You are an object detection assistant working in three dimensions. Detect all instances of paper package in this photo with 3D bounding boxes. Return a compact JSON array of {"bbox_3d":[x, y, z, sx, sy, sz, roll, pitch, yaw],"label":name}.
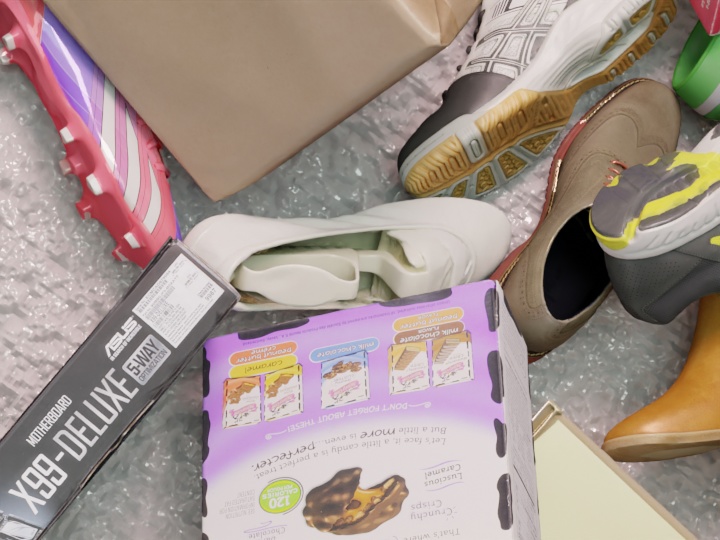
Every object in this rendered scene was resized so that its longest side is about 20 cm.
[{"bbox_3d":[-0.054,-0.166,1.277,0.191,0.200,0.103,51,43,-8],"label":"paper package"}]

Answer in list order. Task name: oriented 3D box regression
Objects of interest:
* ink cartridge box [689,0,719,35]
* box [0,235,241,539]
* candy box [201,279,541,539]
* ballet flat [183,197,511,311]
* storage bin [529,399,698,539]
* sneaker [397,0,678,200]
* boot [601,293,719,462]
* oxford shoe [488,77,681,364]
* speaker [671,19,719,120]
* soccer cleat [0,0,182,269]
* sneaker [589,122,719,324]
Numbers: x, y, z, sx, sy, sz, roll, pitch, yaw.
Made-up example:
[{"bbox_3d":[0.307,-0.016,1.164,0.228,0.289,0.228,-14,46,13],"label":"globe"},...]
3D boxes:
[{"bbox_3d":[0.201,-0.259,1.356,0.084,0.145,0.200,-16,58,-12],"label":"ink cartridge box"},{"bbox_3d":[-0.151,0.083,1.261,0.050,0.158,0.200,40,77,-3],"label":"box"},{"bbox_3d":[0.005,0.119,1.258,0.167,0.072,0.200,-11,53,13],"label":"candy box"},{"bbox_3d":[0.000,0.000,1.337,0.200,0.069,0.070,-2,82,-21],"label":"ballet flat"},{"bbox_3d":[0.105,0.209,1.327,0.200,0.094,0.199,43,77,-3],"label":"storage bin"},{"bbox_3d":[0.088,-0.121,1.395,0.200,0.076,0.088,-41,65,-9],"label":"sneaker"},{"bbox_3d":[0.208,0.028,1.380,0.201,0.071,0.144,-8,81,-30],"label":"boot"},{"bbox_3d":[0.142,-0.033,1.371,0.070,0.075,0.200,35,66,-14],"label":"oxford shoe"},{"bbox_3d":[0.287,-0.091,1.413,0.200,0.088,0.089,28,77,-6],"label":"speaker"},{"bbox_3d":[-0.141,-0.092,1.340,0.076,0.067,0.200,-29,85,-19],"label":"soccer cleat"},{"bbox_3d":[0.216,-0.037,1.338,0.200,0.074,0.085,-21,128,-15],"label":"sneaker"}]
